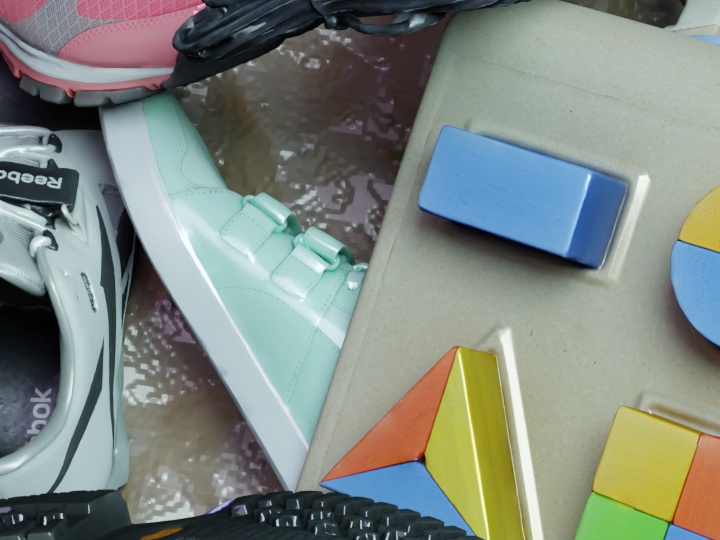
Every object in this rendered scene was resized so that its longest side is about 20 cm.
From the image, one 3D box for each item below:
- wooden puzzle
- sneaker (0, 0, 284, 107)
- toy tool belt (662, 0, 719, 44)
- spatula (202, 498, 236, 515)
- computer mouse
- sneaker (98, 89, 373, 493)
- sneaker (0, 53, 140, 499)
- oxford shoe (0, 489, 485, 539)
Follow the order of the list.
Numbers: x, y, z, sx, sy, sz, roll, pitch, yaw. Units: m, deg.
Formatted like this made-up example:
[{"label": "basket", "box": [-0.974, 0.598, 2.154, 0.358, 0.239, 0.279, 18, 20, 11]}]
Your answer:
[{"label": "wooden puzzle", "box": [0.073, 0.024, 0.818, 0.184, 0.046, 0.201, 19, 87, 30]}, {"label": "sneaker", "box": [-0.107, -0.115, 0.933, 0.199, 0.087, 0.074, 20, 35, 39]}, {"label": "toy tool belt", "box": [0.141, -0.057, 0.919, 0.199, 0.125, 0.123, 26, 53, 32]}, {"label": "spatula", "box": [-0.126, 0.120, 0.902, 0.199, 0.057, 0.021, -22, 84, 7]}, {"label": "computer mouse", "box": [0.044, -0.116, 0.856, 0.138, 0.199, 0.053, -7, 102, 42]}, {"label": "sneaker", "box": [0.000, 0.000, 0.922, 0.118, 0.074, 0.201, -32, 78, -1]}, {"label": "sneaker", "box": [-0.114, -0.007, 0.933, 0.073, 0.089, 0.201, -10, 66, 3]}, {"label": "oxford shoe", "box": [-0.039, 0.110, 0.815, 0.199, 0.073, 0.085, -3, 97, 29]}]
